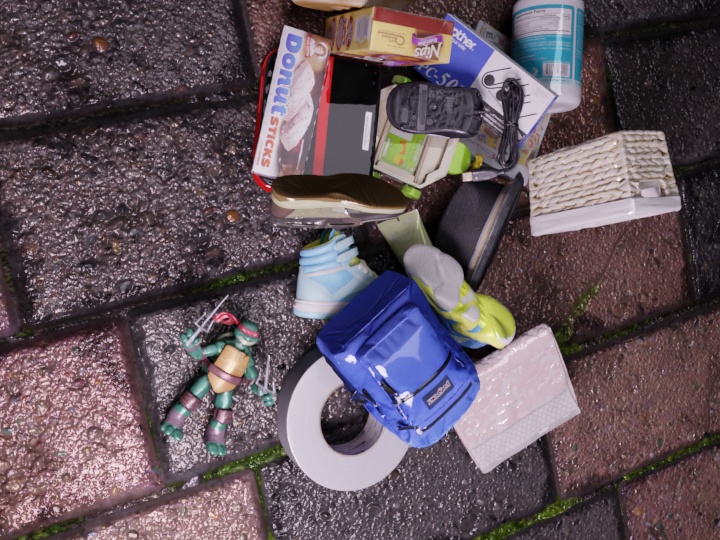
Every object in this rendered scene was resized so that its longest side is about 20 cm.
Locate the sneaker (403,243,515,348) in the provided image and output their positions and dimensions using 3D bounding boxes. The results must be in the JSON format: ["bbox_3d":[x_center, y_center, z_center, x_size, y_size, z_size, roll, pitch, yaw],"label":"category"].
[{"bbox_3d":[0.120,0.050,1.027,0.199,0.105,0.076,41,54,-10],"label":"sneaker"}]

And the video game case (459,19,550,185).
[{"bbox_3d":[0.225,-0.265,1.162,0.180,0.023,0.203,24,82,-21],"label":"video game case"}]

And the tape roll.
[{"bbox_3d":[-0.021,0.208,1.050,0.196,0.066,0.205,0,90,-22],"label":"tape roll"}]

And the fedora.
[{"bbox_3d":[0.167,-0.065,1.083,0.090,0.201,0.203,24,81,11],"label":"fedora"}]

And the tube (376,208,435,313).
[{"bbox_3d":[0.101,0.005,1.098,0.057,0.052,0.202,-31,104,-2],"label":"tube"}]

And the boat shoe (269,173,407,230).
[{"bbox_3d":[-0.032,-0.090,0.998,0.196,0.074,0.065,3,134,-21],"label":"boat shoe"}]

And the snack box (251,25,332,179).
[{"bbox_3d":[-0.094,-0.225,0.995,0.070,0.024,0.204,13,88,-12],"label":"snack box"}]

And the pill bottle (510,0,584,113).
[{"bbox_3d":[0.286,-0.351,1.113,0.109,0.110,0.205,2,91,-21],"label":"pill bottle"}]

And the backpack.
[{"bbox_3d":[0.060,0.134,0.958,0.162,0.168,0.201,-38,112,-5],"label":"backpack"}]

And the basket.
[{"bbox_3d":[0.367,-0.133,1.122,0.134,0.199,0.126,-7,87,-35],"label":"basket"}]

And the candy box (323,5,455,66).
[{"bbox_3d":[0.031,-0.315,0.986,0.114,0.200,0.058,3,101,-22],"label":"candy box"}]

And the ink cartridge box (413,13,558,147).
[{"bbox_3d":[0.183,-0.278,1.069,0.199,0.044,0.095,41,115,9],"label":"ink cartridge box"}]

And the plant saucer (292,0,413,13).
[{"bbox_3d":[-0.018,-0.369,0.975,0.196,0.200,0.036,-1,107,-21],"label":"plant saucer"}]

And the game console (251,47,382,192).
[{"bbox_3d":[-0.061,-0.206,1.031,0.173,0.031,0.205,6,90,-14],"label":"game console"}]

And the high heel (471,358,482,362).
[{"bbox_3d":[0.206,0.141,1.135,0.198,0.067,0.097,-32,113,-15],"label":"high heel"}]

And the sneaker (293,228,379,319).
[{"bbox_3d":[0.000,0.000,1.048,0.196,0.079,0.134,-1,93,-23],"label":"sneaker"}]

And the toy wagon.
[{"bbox_3d":[0.088,-0.188,1.085,0.197,0.040,0.158,21,89,-14],"label":"toy wagon"}]

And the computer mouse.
[{"bbox_3d":[0.135,-0.197,1.040,0.195,0.046,0.144,-2,92,1],"label":"computer mouse"}]

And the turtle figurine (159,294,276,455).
[{"bbox_3d":[-0.179,0.138,0.968,0.148,0.101,0.202,28,96,-5],"label":"turtle figurine"}]

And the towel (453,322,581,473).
[{"bbox_3d":[0.231,0.200,1.115,0.198,0.032,0.193,-31,119,0],"label":"towel"}]
